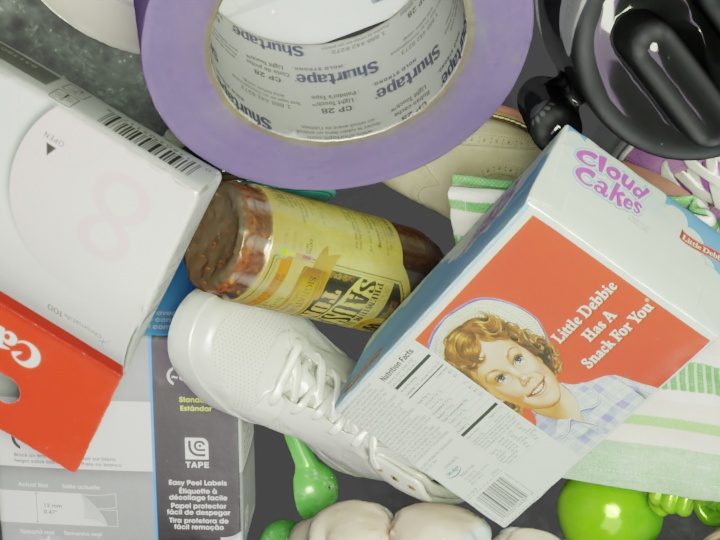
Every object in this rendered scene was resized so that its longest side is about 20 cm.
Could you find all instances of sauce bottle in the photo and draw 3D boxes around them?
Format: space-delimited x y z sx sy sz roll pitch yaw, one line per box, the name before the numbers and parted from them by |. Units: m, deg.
sauce bottle | 0.000 0.000 1.229 0.200 0.066 0.066 13 118 -35

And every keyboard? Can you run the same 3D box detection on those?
keyboard | 0.012 -0.159 1.210 0.199 0.011 0.056 -20 134 7

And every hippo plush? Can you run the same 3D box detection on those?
hippo plush | 0.024 0.229 1.269 0.159 0.161 0.200 13 158 -5

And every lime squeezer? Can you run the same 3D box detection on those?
lime squeezer | -0.054 0.146 1.352 0.070 0.038 0.201 16 115 -5

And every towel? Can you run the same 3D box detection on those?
towel | 0.126 0.039 1.187 0.152 0.023 0.200 6 130 22

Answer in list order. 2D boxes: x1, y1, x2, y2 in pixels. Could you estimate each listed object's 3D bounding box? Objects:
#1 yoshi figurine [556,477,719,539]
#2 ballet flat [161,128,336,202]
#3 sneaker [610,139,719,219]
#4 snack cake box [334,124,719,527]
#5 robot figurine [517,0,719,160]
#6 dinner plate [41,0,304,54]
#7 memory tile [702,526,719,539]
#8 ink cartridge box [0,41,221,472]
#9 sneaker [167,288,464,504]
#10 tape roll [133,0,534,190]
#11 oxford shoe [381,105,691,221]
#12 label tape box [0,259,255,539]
yoshi figurine | 0.194 0.120 1.295 0.199 0.112 0.113 -5 122 8
ballet flat | -0.113 -0.054 1.241 0.199 0.073 0.073 -12 114 4
sneaker | 0.210 -0.065 1.203 0.200 0.114 0.073 -38 110 19
snack cake box | 0.087 0.032 1.137 0.115 0.067 0.200 36 135 -6
robot figurine | 0.156 -0.125 1.127 0.150 0.200 0.125 -1 109 -6
dinner plate | -0.101 -0.204 1.198 0.199 0.024 0.201 1 115 2
memory tile | 0.249 0.150 1.299 0.199 0.153 0.017 -20 73 10
ink cartridge box | -0.184 -0.005 1.192 0.162 0.057 0.200 30 108 6
sneaker | -0.007 0.068 1.235 0.200 0.115 0.074 33 75 -45
tape roll | -0.016 -0.142 1.154 0.199 0.085 0.200 -7 135 -7
oxford shoe | 0.085 -0.035 1.215 0.199 0.074 0.071 18 136 19
label tape box | -0.135 0.059 1.289 0.143 0.066 0.201 2 111 5
